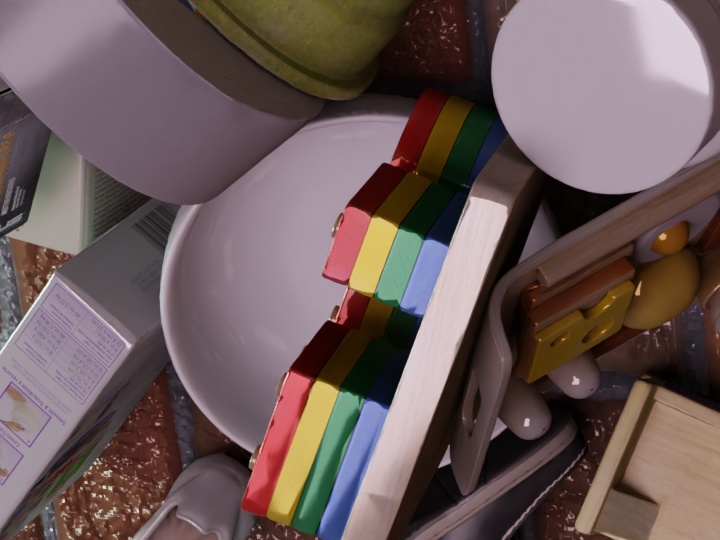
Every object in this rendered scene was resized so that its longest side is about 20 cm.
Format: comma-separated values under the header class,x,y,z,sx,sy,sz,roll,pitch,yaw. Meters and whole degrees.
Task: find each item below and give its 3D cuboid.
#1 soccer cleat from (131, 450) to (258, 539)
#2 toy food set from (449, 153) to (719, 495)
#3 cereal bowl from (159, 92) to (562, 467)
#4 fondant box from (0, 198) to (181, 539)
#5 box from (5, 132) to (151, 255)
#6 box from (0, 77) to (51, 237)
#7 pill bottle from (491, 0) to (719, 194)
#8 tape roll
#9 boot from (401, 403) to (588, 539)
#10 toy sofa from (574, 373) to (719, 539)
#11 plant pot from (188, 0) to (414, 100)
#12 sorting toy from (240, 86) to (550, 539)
class,x,y,z,sx,sy,sz,roll,pitch,yaw
soccer cleat,-0.116,0.184,1.415,0.069,0.078,0.200,33,122,9
toy food set,0.132,0.021,1.138,0.060,0.200,0.144,54,160,21
cereal bowl,0.000,0.000,1.257,0.200,0.083,0.200,-2,115,-5
fondant box,-0.152,0.057,1.338,0.058,0.144,0.200,40,122,5
box,-0.148,-0.116,1.301,0.068,0.082,0.200,14,116,21
box,-0.220,-0.127,1.223,0.200,0.048,0.158,56,155,15
pill bottle,0.136,-0.110,1.095,0.113,0.200,0.113,10,115,21
tape roll,-0.104,-0.128,1.131,0.066,0.200,0.200,-37,93,22
boot,0.074,0.178,1.321,0.200,0.073,0.151,-43,102,9
toy sofa,0.213,0.125,1.241,0.200,0.098,0.083,23,95,15
plant pot,0.005,-0.209,1.136,0.184,0.200,0.200,-36,93,22
sorting toy,0.021,0.018,1.125,0.070,0.199,0.200,22,111,6
